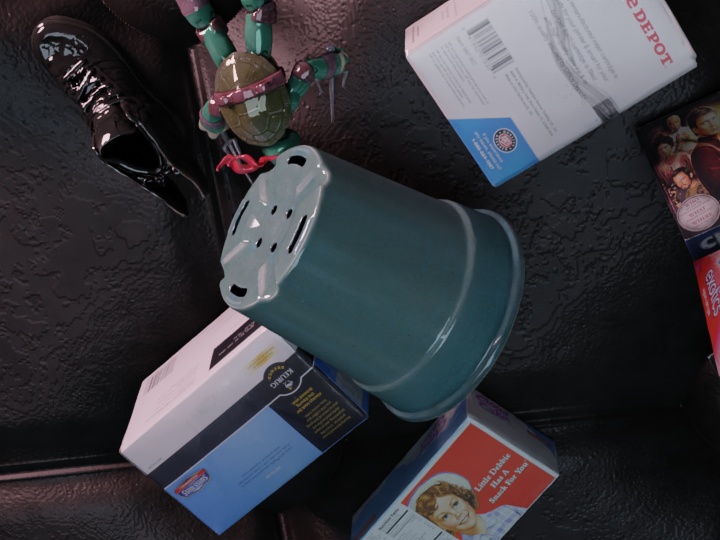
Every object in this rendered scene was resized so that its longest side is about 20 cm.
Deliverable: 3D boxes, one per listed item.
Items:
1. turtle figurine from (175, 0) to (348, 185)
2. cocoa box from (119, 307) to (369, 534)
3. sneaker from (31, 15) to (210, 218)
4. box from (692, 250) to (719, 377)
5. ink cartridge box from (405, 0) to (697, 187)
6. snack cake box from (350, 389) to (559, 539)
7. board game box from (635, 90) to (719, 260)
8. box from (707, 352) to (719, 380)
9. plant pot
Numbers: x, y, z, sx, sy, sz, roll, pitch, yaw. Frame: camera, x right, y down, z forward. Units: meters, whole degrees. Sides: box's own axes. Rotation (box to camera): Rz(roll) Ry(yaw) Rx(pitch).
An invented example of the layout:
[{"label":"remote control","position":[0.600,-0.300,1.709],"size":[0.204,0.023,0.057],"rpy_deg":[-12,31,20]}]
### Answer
[{"label":"turtle figurine","position":[-0.084,-0.163,1.131],"size":[0.149,0.101,0.200],"rpy_deg":[-17,108,10]},{"label":"cocoa box","position":[-0.103,0.121,1.240],"size":[0.200,0.133,0.131],"rpy_deg":[-40,108,18]},{"label":"sneaker","position":[-0.209,-0.135,1.139],"size":[0.200,0.104,0.060],"rpy_deg":[42,110,-16]},{"label":"box","position":[0.361,0.016,1.136],"size":[0.100,0.200,0.096],"rpy_deg":[21,123,-8]},{"label":"ink cartridge box","position":[0.158,-0.189,1.113],"size":[0.200,0.084,0.145],"rpy_deg":[-31,110,15]},{"label":"snack cake box","position":[0.092,0.226,1.321],"size":[0.115,0.067,0.200],"rpy_deg":[34,111,-11]},{"label":"board game box","position":[0.349,-0.107,1.119],"size":[0.200,0.136,0.035],"rpy_deg":[-25,139,12]},{"label":"box","position":[0.453,0.121,1.201],"size":[0.198,0.050,0.200],"rpy_deg":[-32,75,26]},{"label":"plant pot","position":[0.000,0.000,1.118],"size":[0.196,0.200,0.200],"rpy_deg":[27,114,-28]}]
